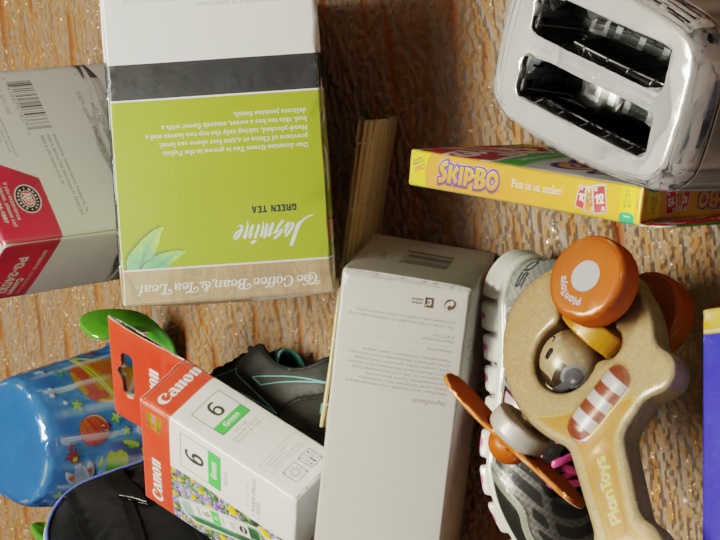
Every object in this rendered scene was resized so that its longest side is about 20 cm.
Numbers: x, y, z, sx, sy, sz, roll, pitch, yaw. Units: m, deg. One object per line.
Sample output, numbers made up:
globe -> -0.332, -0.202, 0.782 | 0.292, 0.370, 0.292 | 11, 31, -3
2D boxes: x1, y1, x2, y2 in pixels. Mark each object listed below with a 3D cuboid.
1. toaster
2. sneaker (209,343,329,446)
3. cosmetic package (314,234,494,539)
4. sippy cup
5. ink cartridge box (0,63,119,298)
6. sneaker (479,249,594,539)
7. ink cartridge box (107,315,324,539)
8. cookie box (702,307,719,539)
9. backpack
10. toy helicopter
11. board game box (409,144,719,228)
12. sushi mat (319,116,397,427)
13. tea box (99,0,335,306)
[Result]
toaster -> 0.166, -0.106, 1.094 | 0.200, 0.129, 0.114 | 34, 120, 41
sneaker -> -0.073, 0.093, 1.455 | 0.200, 0.075, 0.079 | 4, 83, 44
cosmetic package -> 0.028, 0.089, 1.281 | 0.085, 0.108, 0.200 | 10, 103, 9
sippy cup -> -0.209, 0.122, 1.557 | 0.140, 0.130, 0.178 | -9, 89, 50
ink cartridge box -> -0.205, -0.067, 1.477 | 0.083, 0.200, 0.145 | -50, 58, 45
sneaker -> 0.122, 0.084, 1.212 | 0.087, 0.074, 0.200 | -10, 83, 55
ink cartridge box -> -0.107, 0.123, 1.387 | 0.200, 0.050, 0.109 | 30, 143, 23
cookie box -> 0.256, 0.112, 1.030 | 0.171, 0.075, 0.200 | -11, 73, 50
backpack -> -0.133, 0.241, 1.450 | 0.147, 0.183, 0.200 | 99, 150, -49
toy helicopter -> 0.120, 0.090, 1.109 | 0.132, 0.079, 0.200 | -28, 56, 27
board game box -> 0.129, -0.049, 1.169 | 0.200, 0.095, 0.030 | 17, 107, 47
sushi mat -> 0.000, 0.000, 1.327 | 0.012, 0.096, 0.200 | 8, 99, 10
tea box -> -0.087, -0.080, 1.319 | 0.200, 0.133, 0.197 | -118, 24, -87
